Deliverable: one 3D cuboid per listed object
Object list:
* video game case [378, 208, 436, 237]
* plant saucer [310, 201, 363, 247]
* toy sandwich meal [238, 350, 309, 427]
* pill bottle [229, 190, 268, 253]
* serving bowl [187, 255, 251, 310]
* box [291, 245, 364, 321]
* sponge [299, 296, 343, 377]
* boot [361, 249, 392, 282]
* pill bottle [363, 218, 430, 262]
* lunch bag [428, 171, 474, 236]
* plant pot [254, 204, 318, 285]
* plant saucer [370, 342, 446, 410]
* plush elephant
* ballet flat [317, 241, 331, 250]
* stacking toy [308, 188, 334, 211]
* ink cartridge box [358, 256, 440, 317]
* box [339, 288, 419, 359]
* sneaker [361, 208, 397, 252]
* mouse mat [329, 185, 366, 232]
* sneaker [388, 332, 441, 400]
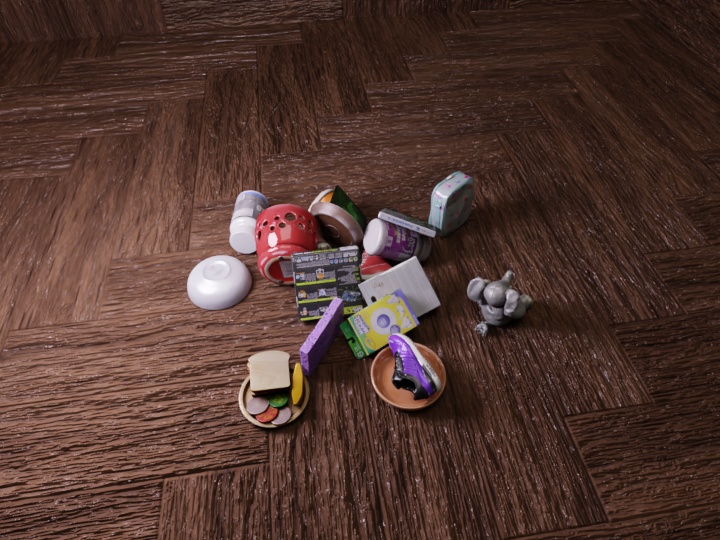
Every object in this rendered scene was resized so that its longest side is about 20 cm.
[{"bbox_3d":[0.150,-0.152,1.655,0.180,0.022,0.200,20,11,3],"label":"video game case"},{"bbox_3d":[-0.082,-0.133,1.664,0.198,0.201,0.032,22,60,20],"label":"plant saucer"},{"bbox_3d":[-0.222,0.299,1.347,0.201,0.071,0.207,0,47,0],"label":"toy sandwich meal"},{"bbox_3d":[-0.371,-0.161,1.747,0.112,0.115,0.202,0,47,0],"label":"pill bottle"},{"bbox_3d":[-0.436,0.023,1.610,0.196,0.066,0.202,-1,46,1],"label":"serving bowl"},{"bbox_3d":[-0.092,0.038,1.514,0.196,0.197,0.048,-7,16,-6],"label":"box"},{"bbox_3d":[-0.102,0.180,1.429,0.029,0.113,0.201,21,50,17],"label":"sponge"},{"bbox_3d":[0.000,0.000,1.628,0.197,0.073,0.145,-12,47,-21],"label":"boot"},{"bbox_3d":[0.118,-0.087,1.640,0.197,0.113,0.113,11,41,-28],"label":"pill bottle"},{"bbox_3d":[0.296,-0.220,1.737,0.159,0.202,0.077,-33,53,-25],"label":"lunch bag"},{"bbox_3d":[-0.228,-0.070,1.608,0.197,0.202,0.185,-2,52,-2],"label":"plant pot"},{"bbox_3d":[0.125,0.281,1.386,0.196,0.038,0.202,0,46,0],"label":"plant saucer"},{"bbox_3d":[0.393,0.073,1.494,0.163,0.156,0.200,28,52,24],"label":"plush elephant"},{"bbox_3d":[-0.103,-0.045,1.668,0.072,0.074,0.201,-20,50,-18],"label":"ballet flat"},{"bbox_3d":[-0.070,-0.161,1.755,0.199,0.147,0.146,39,57,13],"label":"stacking toy"},{"bbox_3d":[0.111,0.072,1.530,0.198,0.057,0.164,-26,82,-9],"label":"ink cartridge box"},{"bbox_3d":[0.052,0.149,1.457,0.198,0.048,0.118,-29,83,-12],"label":"box"},{"bbox_3d":[0.064,-0.138,1.759,0.102,0.060,0.202,8,50,3],"label":"sneaker"},{"bbox_3d":[-0.038,-0.193,1.737,0.007,0.161,0.201,-35,20,23],"label":"mouse mat"},{"bbox_3d":[0.112,0.248,1.344,0.098,0.070,0.200,-26,51,-19],"label":"sneaker"}]
